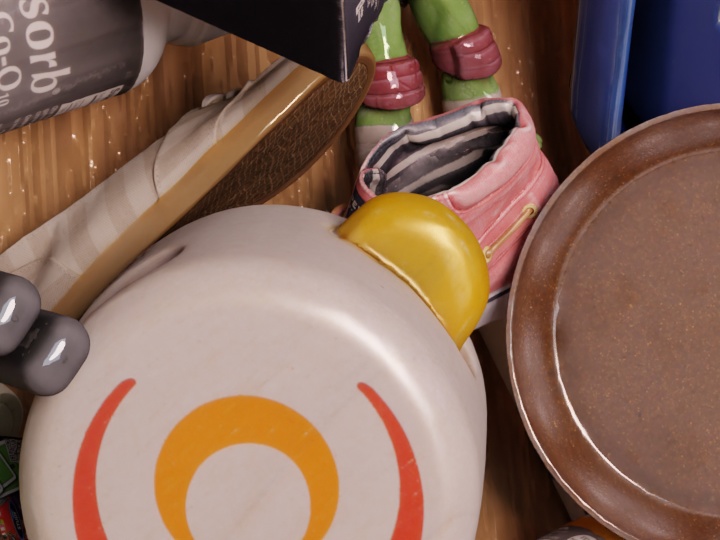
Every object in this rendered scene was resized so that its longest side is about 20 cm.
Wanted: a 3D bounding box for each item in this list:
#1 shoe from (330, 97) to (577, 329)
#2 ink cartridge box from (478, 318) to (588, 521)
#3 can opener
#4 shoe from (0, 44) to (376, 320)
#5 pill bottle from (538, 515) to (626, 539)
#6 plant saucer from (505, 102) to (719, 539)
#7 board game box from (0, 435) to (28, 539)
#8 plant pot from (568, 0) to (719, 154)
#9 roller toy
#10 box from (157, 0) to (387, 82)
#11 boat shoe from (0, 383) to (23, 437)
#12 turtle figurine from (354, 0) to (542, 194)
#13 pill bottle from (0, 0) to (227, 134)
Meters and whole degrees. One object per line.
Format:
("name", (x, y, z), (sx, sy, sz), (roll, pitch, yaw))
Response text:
("shoe", (0.000, 0.000, 1.042), (0.199, 0.072, 0.091), (-29, 131, -5))
("ink cartridge box", (0.167, 0.071, 1.134), (0.145, 0.083, 0.201), (-26, 91, -26))
("can opener", (-0.175, 0.025, 0.935), (0.053, 0.199, 0.067), (40, 70, -30))
("shoe", (-0.080, -0.042, 1.028), (0.200, 0.070, 0.053), (-41, 72, 4))
("pill bottle", (0.055, 0.196, 1.036), (0.199, 0.116, 0.117), (-23, 90, -26))
("plant saucer", (0.164, 0.028, 1.025), (0.199, 0.034, 0.202), (0, 92, 7))
("board game box", (-0.145, 0.154, 0.902), (0.104, 0.023, 0.201), (8, 54, -50))
("plant pot", (0.208, -0.144, 1.093), (0.179, 0.201, 0.200), (17, 38, 20))
("roller toy", (-0.039, 0.068, 0.955), (0.181, 0.140, 0.201), (2, 104, 4))
("box", (-0.054, -0.207, 0.920), (0.199, 0.104, 0.183), (24, 70, 11))
("boat shoe", (-0.236, 0.094, 0.965), (0.199, 0.075, 0.066), (-39, 61, -21))
("turtle figurine", (0.045, -0.139, 1.071), (0.199, 0.144, 0.195), (-8, 104, 16))
("pill bottle", (-0.154, -0.120, 1.009), (0.199, 0.116, 0.117), (-22, 90, -25))
